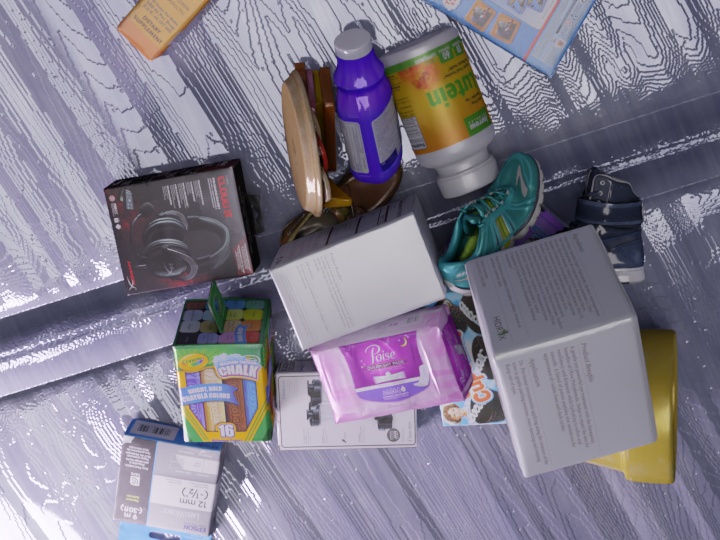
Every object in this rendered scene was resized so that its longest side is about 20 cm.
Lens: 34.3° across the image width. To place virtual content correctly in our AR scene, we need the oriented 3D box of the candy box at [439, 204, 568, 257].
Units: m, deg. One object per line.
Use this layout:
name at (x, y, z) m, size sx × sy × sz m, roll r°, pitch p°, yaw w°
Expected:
candy box at (0.197, 0.000, 1.582) m, size 0.167 × 0.072 × 0.200 m, roll 40°, pitch 101°, yaw -8°

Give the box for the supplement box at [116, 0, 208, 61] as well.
supplement box at (-0.223, -0.365, 1.505) m, size 0.066 × 0.069 × 0.200 m, roll 42°, pitch 99°, yaw -11°

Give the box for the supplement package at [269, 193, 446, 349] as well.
supplement package at (0.000, 0.000, 1.496) m, size 0.198 × 0.117 × 0.118 m, roll -20°, pitch 103°, yaw 9°

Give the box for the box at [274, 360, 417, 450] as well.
box at (-0.019, 0.186, 1.641) m, size 0.197 × 0.060 × 0.118 m, roll -3°, pitch 104°, yaw 2°

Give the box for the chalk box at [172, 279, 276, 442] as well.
chalk box at (-0.179, 0.114, 1.573) m, size 0.122 × 0.125 × 0.202 m, roll 0°, pitch 119°, yaw 1°

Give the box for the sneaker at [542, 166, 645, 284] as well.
sneaker at (0.263, -0.058, 1.491) m, size 0.199 × 0.077 × 0.148 m, roll -1°, pitch 103°, yaw 1°

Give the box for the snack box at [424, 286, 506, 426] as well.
snack box at (0.154, 0.111, 1.557) m, size 0.115 × 0.037 × 0.202 m, roll -5°, pitch 113°, yaw 14°

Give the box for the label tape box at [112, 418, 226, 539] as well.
label tape box at (-0.277, 0.327, 1.682) m, size 0.141 × 0.066 × 0.203 m, roll 10°, pitch 103°, yaw -1°

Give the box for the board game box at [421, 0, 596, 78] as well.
board game box at (0.199, -0.366, 1.508) m, size 0.198 × 0.037 × 0.152 m, roll 29°, pitch 103°, yaw -6°

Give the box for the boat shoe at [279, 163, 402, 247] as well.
boat shoe at (-0.022, -0.079, 1.570) m, size 0.199 × 0.068 × 0.072 m, roll -40°, pitch 100°, yaw 10°

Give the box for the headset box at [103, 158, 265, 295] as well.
headset box at (-0.228, -0.061, 1.577) m, size 0.197 × 0.077 × 0.151 m, roll -8°, pitch 104°, yaw 5°

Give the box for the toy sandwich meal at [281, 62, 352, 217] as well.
toy sandwich meal at (-0.053, -0.167, 1.487) m, size 0.069 × 0.205 × 0.208 m, roll -10°, pitch 104°, yaw -9°

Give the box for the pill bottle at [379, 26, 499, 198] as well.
pill bottle at (0.109, -0.202, 1.513) m, size 0.110 × 0.111 × 0.202 m, roll -21°, pitch 103°, yaw 7°

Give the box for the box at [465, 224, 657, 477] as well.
box at (0.238, 0.094, 1.398) m, size 0.169 × 0.201 × 0.201 m, roll -16°, pitch 125°, yaw 5°

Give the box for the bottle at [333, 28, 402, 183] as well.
bottle at (0.007, -0.207, 1.474) m, size 0.064 × 0.084 × 0.201 m, roll 8°, pitch 138°, yaw 22°

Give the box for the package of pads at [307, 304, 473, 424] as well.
package of pads at (0.039, 0.122, 1.530) m, size 0.198 × 0.076 × 0.122 m, roll -13°, pitch 108°, yaw 24°

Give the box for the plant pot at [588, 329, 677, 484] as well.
plant pot at (0.329, 0.179, 1.573) m, size 0.186 × 0.201 × 0.204 m, roll 0°, pitch 105°, yaw 18°

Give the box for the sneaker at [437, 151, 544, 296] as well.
sneaker at (0.165, -0.064, 1.467) m, size 0.080 × 0.077 × 0.202 m, roll 39°, pitch 77°, yaw -44°
